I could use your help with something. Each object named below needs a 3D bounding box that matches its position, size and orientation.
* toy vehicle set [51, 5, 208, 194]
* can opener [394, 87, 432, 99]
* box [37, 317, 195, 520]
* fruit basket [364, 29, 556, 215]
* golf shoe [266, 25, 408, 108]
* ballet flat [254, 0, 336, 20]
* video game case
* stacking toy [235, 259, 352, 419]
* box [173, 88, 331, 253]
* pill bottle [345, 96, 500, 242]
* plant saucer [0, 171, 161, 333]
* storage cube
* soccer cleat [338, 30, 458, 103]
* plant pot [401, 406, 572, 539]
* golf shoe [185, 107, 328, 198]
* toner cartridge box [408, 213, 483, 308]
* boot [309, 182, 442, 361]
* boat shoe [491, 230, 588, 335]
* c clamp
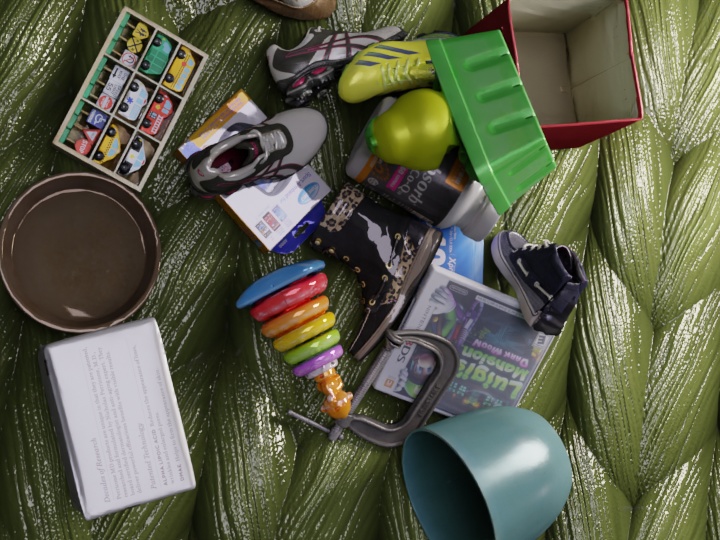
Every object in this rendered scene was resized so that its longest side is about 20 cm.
[{"bbox_3d":[-0.290,-0.215,1.587,0.123,0.026,0.202,27,78,-13],"label":"toy vehicle set"},{"bbox_3d":[0.111,-0.210,1.659,0.079,0.063,0.200,-48,65,2],"label":"can opener"},{"bbox_3d":[-0.289,0.170,1.463,0.129,0.199,0.203,-13,89,-17],"label":"box"},{"bbox_3d":[0.110,-0.170,1.510,0.212,0.156,0.219,-6,71,17],"label":"fruit basket"},{"bbox_3d":[-0.028,-0.291,1.653,0.198,0.077,0.089,-28,79,-23],"label":"golf shoe"},{"bbox_3d":[-0.118,-0.381,1.631,0.198,0.072,0.069,21,80,-15],"label":"ballet flat"},{"bbox_3d":[0.140,0.108,1.652,0.198,0.023,0.184,21,107,-17],"label":"video game case"},{"bbox_3d":[-0.062,0.093,1.574,0.115,0.110,0.202,-27,89,8],"label":"stacking toy"},{"bbox_3d":[-0.131,-0.119,1.623,0.200,0.041,0.119,47,74,-7],"label":"box"},{"bbox_3d":[0.089,-0.126,1.609,0.198,0.116,0.117,29,78,-8],"label":"pill bottle"},{"bbox_3d":[-0.344,-0.021,1.541,0.197,0.029,0.203,4,77,-15],"label":"plant saucer"},{"bbox_3d":[0.248,-0.260,1.679,0.197,0.180,0.174,-6,85,-17],"label":"storage cube"},{"bbox_3d":[0.062,-0.259,1.612,0.198,0.084,0.065,-24,132,-29],"label":"soccer cleat"},{"bbox_3d":[0.173,0.266,1.611,0.159,0.200,0.203,-22,92,-27],"label":"plant pot"},{"bbox_3d":[-0.119,-0.146,1.557,0.198,0.088,0.078,-28,94,-19],"label":"golf shoe"},{"bbox_3d":[0.116,-0.048,1.692,0.094,0.043,0.203,3,84,-18],"label":"toner cartridge box"},{"bbox_3d":[0.000,0.000,1.633,0.150,0.073,0.201,32,106,5],"label":"boot"},{"bbox_3d":[0.238,-0.011,1.646,0.074,0.201,0.093,15,123,-28],"label":"boat shoe"},{"bbox_3d":[0.029,0.151,1.619,0.170,0.027,0.201,32,104,-22],"label":"c clamp"}]
